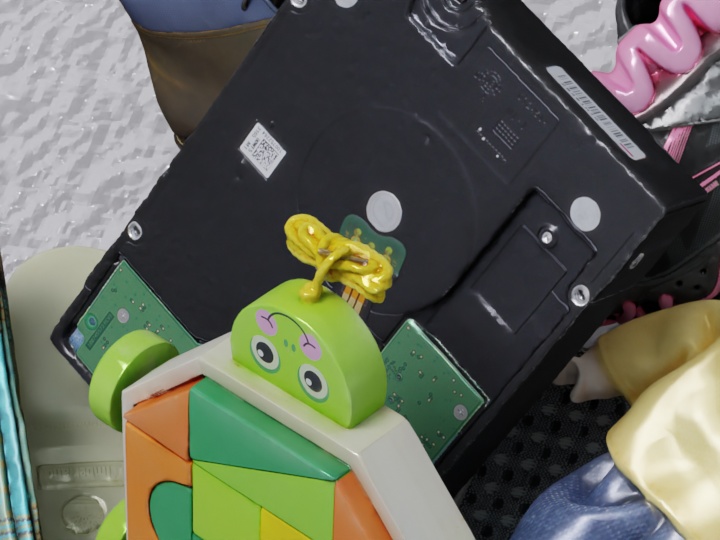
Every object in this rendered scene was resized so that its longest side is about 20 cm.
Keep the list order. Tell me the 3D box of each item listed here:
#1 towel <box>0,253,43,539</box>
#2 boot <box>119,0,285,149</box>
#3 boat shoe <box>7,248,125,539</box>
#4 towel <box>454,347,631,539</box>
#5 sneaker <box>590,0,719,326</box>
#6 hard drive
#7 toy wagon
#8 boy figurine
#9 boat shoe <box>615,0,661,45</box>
[{"bbox_3d":[-0.169,0.087,0.874,0.146,0.022,0.201,-17,74,24],"label":"towel"},{"bbox_3d":[-0.015,-0.081,0.956,0.200,0.097,0.075,-2,39,45],"label":"boot"},{"bbox_3d":[-0.105,0.095,0.917,0.073,0.063,0.202,5,64,-5],"label":"boat shoe"},{"bbox_3d":[0.055,0.115,0.867,0.192,0.035,0.201,16,68,24],"label":"towel"},{"bbox_3d":[0.084,-0.008,0.870,0.200,0.079,0.095,-43,84,13],"label":"sneaker"},{"bbox_3d":[0.000,0.000,0.835,0.140,0.038,0.200,47,120,17],"label":"hard drive"},{"bbox_3d":[-0.020,0.075,0.789,0.155,0.201,0.040,29,45,30],"label":"toy wagon"},{"bbox_3d":[0.115,0.060,0.826,0.200,0.064,0.124,-43,66,-12],"label":"boy figurine"},{"bbox_3d":[0.167,-0.053,0.915,0.070,0.066,0.200,-47,53,-9],"label":"boat shoe"}]
